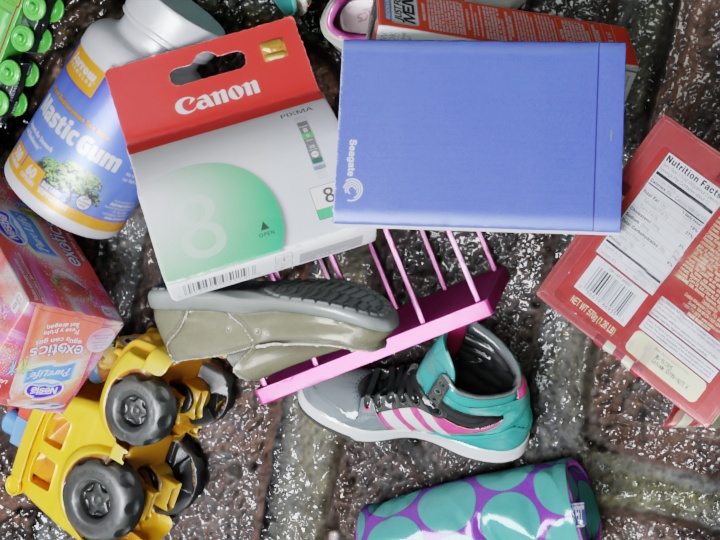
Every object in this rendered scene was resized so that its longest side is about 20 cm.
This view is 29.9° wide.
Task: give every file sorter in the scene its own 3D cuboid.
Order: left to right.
[{"bbox_3d":[0.000,0.000,1.089,0.199,0.139,0.126,-22,95,15],"label":"file sorter"}]

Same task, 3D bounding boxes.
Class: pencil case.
[{"bbox_3d":[0.100,0.222,1.142,0.199,0.085,0.093,-15,69,15],"label":"pencil case"}]

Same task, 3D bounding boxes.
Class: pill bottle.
[{"bbox_3d":[-0.199,-0.135,1.113,0.112,0.112,0.201,36,106,2],"label":"pill bottle"}]

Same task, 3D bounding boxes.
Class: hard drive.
[{"bbox_3d":[0.083,-0.094,0.944,0.198,0.025,0.133,2,83,9],"label":"hard drive"}]

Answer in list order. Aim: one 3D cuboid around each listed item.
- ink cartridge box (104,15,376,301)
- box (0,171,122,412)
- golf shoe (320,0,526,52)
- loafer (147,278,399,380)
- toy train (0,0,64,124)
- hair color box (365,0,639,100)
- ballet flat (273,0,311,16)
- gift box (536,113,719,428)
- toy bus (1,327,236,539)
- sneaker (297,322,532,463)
[{"bbox_3d":[-0.093,-0.094,1.004,0.160,0.050,0.201,-17,74,-8],"label":"ink cartridge box"},{"bbox_3d":[-0.293,0.011,1.114,0.103,0.094,0.200,-53,49,18],"label":"box"},{"bbox_3d":[0.060,-0.217,1.056,0.199,0.092,0.076,-22,94,13],"label":"golf shoe"},{"bbox_3d":[-0.064,0.045,1.009,0.199,0.075,0.070,4,103,24],"label":"loafer"},{"bbox_3d":[-0.286,-0.222,1.152,0.056,0.042,0.201,30,106,14],"label":"toy train"},{"bbox_3d":[0.099,-0.140,1.033,0.198,0.064,0.111,8,129,-7],"label":"hair color box"},{"bbox_3d":[-0.084,-0.302,1.082,0.064,0.076,0.201,-37,99,-18],"label":"ballet flat"},{"bbox_3d":[0.246,0.014,1.001,0.185,0.186,0.200,45,105,23],"label":"gift box"},{"bbox_3d":[-0.226,0.123,1.176,0.191,0.136,0.201,28,104,21],"label":"toy bus"},{"bbox_3d":[0.048,0.089,1.103,0.198,0.084,0.121,10,135,3],"label":"sneaker"}]
